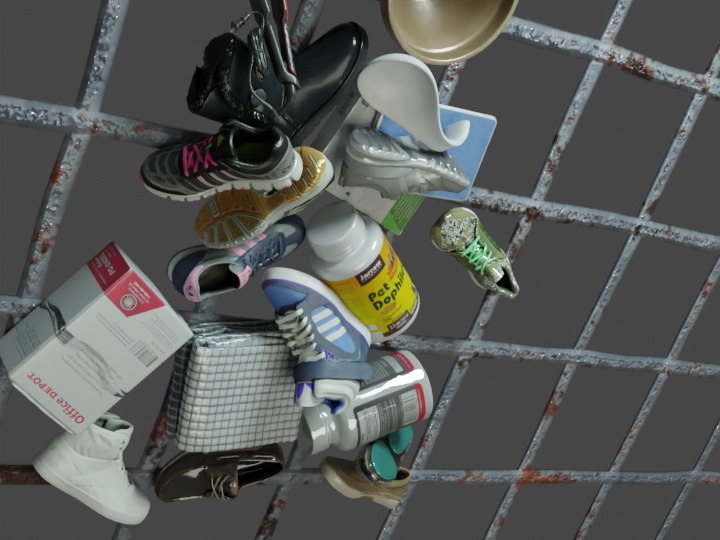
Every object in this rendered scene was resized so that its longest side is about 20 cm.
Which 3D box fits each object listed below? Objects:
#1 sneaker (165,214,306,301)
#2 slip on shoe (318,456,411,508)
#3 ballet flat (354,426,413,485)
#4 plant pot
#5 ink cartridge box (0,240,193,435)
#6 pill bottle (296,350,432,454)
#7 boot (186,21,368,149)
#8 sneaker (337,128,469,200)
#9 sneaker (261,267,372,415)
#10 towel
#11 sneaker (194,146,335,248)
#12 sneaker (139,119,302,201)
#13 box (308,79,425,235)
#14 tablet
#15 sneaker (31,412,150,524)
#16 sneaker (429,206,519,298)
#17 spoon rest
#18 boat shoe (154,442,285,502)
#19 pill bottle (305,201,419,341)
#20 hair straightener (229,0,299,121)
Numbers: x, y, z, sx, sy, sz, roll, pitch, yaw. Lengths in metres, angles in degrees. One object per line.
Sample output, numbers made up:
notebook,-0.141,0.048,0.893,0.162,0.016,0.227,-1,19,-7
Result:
sneaker,-0.149,-0.010,1.577,0.198,0.082,0.071,-25,129,-19
slip on shoe,0.011,0.323,1.900,0.061,0.076,0.199,-48,136,10
ballet flat,0.028,0.286,1.841,0.073,0.071,0.200,-67,170,19
plant pot,0.100,-0.367,1.505,0.198,0.093,0.203,-16,126,-23
ink cartridge box,-0.335,0.087,1.515,0.199,0.083,0.146,-41,133,-4
pill bottle,-0.001,0.201,1.791,0.198,0.111,0.112,-19,127,-23
boot,-0.101,-0.245,1.461,0.167,0.077,0.201,26,108,-45
sneaker,0.054,-0.131,1.589,0.198,0.075,0.082,11,125,-31
sneaker,-0.070,0.105,1.613,0.200,0.080,0.148,40,52,-30
towel,-0.169,0.154,1.669,0.198,0.085,0.168,-3,112,-38
sneaker,-0.116,-0.083,1.542,0.198,0.076,0.088,-27,167,16
sneaker,-0.170,-0.138,1.445,0.197,0.075,0.088,-4,151,1
box,0.024,-0.149,1.635,0.199,0.036,0.145,30,100,-41
tablet,0.091,-0.164,1.637,0.198,0.014,0.132,6,114,-37
sneaker,-0.333,0.264,1.638,0.116,0.074,0.200,-46,132,5
sneaker,0.180,-0.022,1.782,0.077,0.089,0.200,-49,132,4
spoon rest,0.074,-0.210,1.536,0.098,0.061,0.199,-18,146,32
boat shoe,-0.199,0.289,1.742,0.198,0.073,0.075,-19,128,-22
pill bottle,0.000,0.000,1.663,0.109,0.109,0.201,-38,132,-6
hair straightener,-0.119,-0.273,1.397,0.076,0.041,0.203,-9,93,-26
